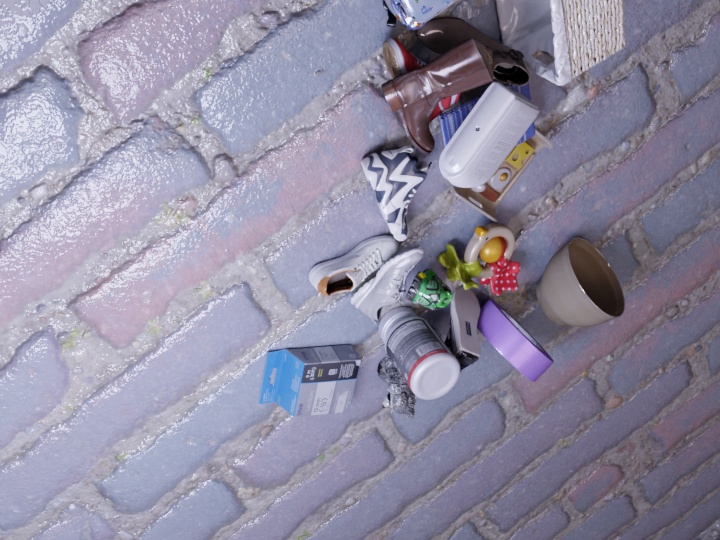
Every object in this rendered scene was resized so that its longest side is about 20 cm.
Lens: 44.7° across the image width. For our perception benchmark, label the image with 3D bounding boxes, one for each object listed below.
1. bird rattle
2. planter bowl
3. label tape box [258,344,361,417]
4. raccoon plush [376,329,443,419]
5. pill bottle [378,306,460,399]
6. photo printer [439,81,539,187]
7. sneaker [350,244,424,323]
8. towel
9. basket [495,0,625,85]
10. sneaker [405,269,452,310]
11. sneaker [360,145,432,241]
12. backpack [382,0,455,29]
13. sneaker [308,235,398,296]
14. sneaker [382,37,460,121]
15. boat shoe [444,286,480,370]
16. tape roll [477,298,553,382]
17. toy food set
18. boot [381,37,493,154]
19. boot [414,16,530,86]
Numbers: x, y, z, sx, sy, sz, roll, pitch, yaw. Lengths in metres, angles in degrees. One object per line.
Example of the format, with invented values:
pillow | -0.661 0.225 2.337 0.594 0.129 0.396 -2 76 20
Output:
bird rattle | 0.278 -0.023 1.875 0.198 0.113 0.165 4 121 -29
planter bowl | 0.486 0.045 1.993 0.199 0.202 0.134 23 136 -36
label tape box | -0.109 0.241 1.886 0.198 0.066 0.145 -3 122 -27
raccoon plush | 0.120 0.229 1.947 0.096 0.134 0.200 33 103 -37
pill bottle | 0.120 0.171 1.867 0.114 0.200 0.117 -13 126 -18
photo printer | 0.232 -0.241 1.612 0.201 0.069 0.166 -54 159 19
sneaker | 0.070 0.026 1.787 0.200 0.082 0.075 -46 173 31
towel | 0.247 -0.281 1.691 0.198 0.024 0.146 -27 132 -9
basket | 0.355 -0.473 1.564 0.159 0.198 0.202 -25 129 -12
sneaker | 0.150 0.051 1.831 0.085 0.200 0.079 29 99 9
sneaker | 0.092 -0.158 1.713 0.128 0.080 0.201 -24 119 1
backpack | 0.094 -0.517 1.441 0.199 0.154 0.191 -38 120 5
sneaker | 0.000 0.000 1.770 0.198 0.085 0.073 -27 128 -12
sneaker | 0.118 -0.363 1.597 0.112 0.072 0.201 -31 137 0
boat shoe | 0.211 0.133 1.917 0.074 0.202 0.093 23 134 -17
tape roll | 0.342 0.156 1.969 0.066 0.200 0.200 -46 129 8
toy food set | 0.293 -0.210 1.794 0.143 0.061 0.201 27 107 -36
boot | 0.162 -0.307 1.550 0.198 0.065 0.187 -24 139 18
boot | 0.210 -0.390 1.576 0.198 0.147 0.071 3 125 -28
